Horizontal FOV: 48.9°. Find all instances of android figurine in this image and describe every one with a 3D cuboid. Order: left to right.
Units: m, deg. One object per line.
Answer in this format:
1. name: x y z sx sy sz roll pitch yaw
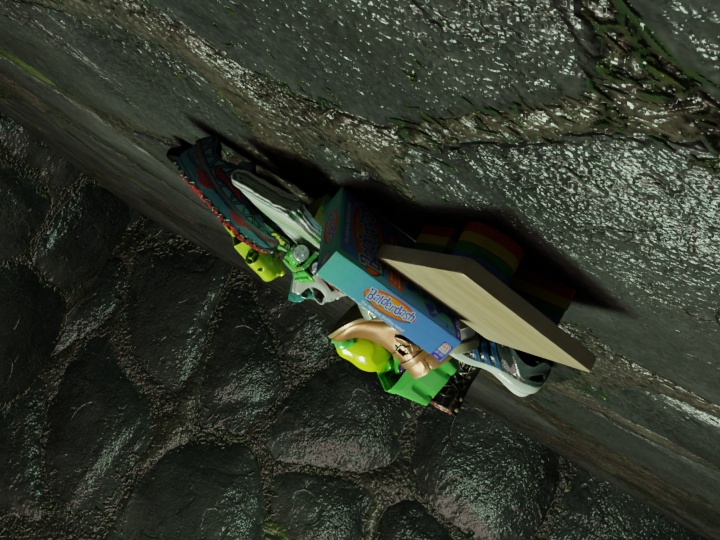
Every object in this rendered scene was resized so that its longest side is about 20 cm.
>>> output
1. android figurine: -0.188 -0.061 1.401 0.201 0.040 0.185 54 -166 -50

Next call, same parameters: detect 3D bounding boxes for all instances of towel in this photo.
1. towel: -0.082 -0.062 1.105 0.148 0.031 0.200 32 172 40

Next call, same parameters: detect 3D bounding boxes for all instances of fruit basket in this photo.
1. fruit basket: 0.056 0.133 1.454 0.215 0.156 0.216 41 -173 -6

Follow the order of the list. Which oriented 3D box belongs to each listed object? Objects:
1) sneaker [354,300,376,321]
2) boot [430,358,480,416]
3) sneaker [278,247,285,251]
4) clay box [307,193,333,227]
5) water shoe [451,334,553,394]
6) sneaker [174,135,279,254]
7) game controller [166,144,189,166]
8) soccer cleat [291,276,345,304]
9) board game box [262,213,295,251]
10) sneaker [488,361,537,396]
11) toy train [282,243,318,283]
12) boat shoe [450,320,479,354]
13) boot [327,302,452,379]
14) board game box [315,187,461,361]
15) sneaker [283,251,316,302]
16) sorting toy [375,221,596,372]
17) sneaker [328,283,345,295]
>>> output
1. sneaker: 0.000 0.000 1.304 0.087 0.077 0.200 55 179 -23
2. boot: 0.189 0.191 1.480 0.072 0.153 0.200 29 171 0
3. sneaker: -0.141 -0.071 1.396 0.083 0.078 0.199 17 164 43
4. clay box: -0.012 -0.049 1.155 0.198 0.048 0.115 35 171 -13
5. water shoe: 0.211 0.115 1.254 0.196 0.080 0.072 28 -149 1
6. sneaker: -0.179 -0.115 1.161 0.200 0.095 0.079 47 174 -2
7. game controller: -0.275 -0.166 1.437 0.103 0.043 0.200 29 172 17
8. soccer cleat: -0.049 0.028 1.528 0.197 0.087 0.068 18 180 -40
9. board game box: -0.113 -0.069 1.295 0.199 0.023 0.106 37 -154 -37
10. sneaker: 0.230 0.129 1.326 0.198 0.074 0.085 34 148 -7
11. toy train: -0.085 -0.013 1.165 0.057 0.042 0.200 48 172 -5
12. boat shoe: 0.139 0.061 1.182 0.200 0.073 0.070 -105 1 -79
13. boot: 0.050 0.119 1.333 0.197 0.074 0.156 -26 107 34
14. board game box: 0.037 0.002 0.992 0.198 0.045 0.154 35 -151 -20
15. sneaker: -0.123 -0.001 1.587 0.198 0.123 0.083 34 171 -18
16. sorting toy: 0.146 0.016 0.884 0.198 0.071 0.198 35 171 -24
17. sneaker: 0.025 0.037 1.433 0.198 0.079 0.115 27 170 36
